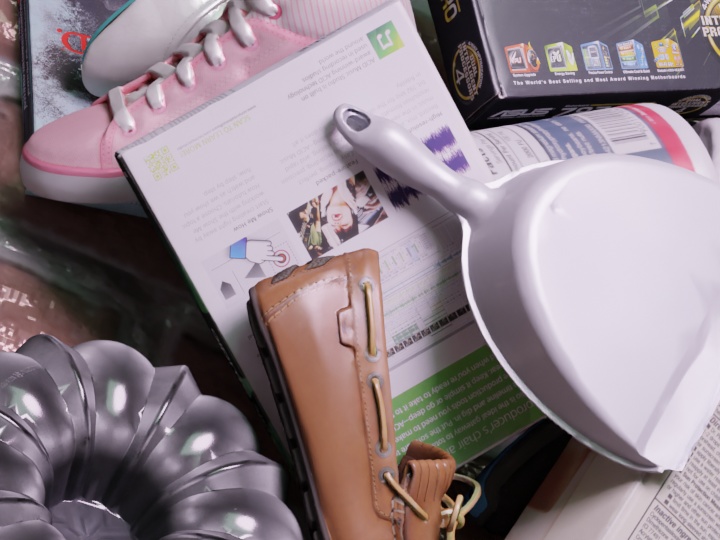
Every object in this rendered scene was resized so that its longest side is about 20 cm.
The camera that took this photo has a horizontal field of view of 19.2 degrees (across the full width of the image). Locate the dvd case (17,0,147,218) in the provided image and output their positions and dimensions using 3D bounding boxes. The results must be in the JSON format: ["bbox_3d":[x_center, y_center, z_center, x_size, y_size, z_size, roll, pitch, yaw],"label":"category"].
[{"bbox_3d":[-0.107,-0.104,1.111,0.146,0.022,0.200,11,47,-22],"label":"dvd case"}]

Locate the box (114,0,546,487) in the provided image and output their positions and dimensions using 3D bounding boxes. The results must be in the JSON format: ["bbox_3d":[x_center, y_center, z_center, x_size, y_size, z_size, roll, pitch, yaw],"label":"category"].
[{"bbox_3d":[0.000,0.000,0.954,0.144,0.036,0.200,-29,97,-7],"label":"box"}]

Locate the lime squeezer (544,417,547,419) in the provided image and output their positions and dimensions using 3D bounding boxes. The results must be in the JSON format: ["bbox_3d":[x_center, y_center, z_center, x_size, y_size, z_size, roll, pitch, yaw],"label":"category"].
[{"bbox_3d":[0.121,0.060,1.069,0.200,0.071,0.038,-13,82,-4],"label":"lime squeezer"}]

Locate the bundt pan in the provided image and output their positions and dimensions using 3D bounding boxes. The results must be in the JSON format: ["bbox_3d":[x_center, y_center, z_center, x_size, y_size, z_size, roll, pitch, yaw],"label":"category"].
[{"bbox_3d":[-0.110,0.107,0.873,0.202,0.076,0.202,17,44,-17],"label":"bundt pan"}]

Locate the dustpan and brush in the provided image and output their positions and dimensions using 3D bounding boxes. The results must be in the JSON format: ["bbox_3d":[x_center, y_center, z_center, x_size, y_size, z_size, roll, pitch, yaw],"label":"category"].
[{"bbox_3d":[0.076,-0.016,0.920,0.200,0.057,0.140,38,64,-10],"label":"dustpan and brush"}]

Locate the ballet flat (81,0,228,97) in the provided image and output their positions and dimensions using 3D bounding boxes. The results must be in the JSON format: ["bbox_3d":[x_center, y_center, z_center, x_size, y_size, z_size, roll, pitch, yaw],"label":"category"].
[{"bbox_3d":[-0.044,-0.134,1.062,0.200,0.069,0.069,-32,70,-17],"label":"ballet flat"}]

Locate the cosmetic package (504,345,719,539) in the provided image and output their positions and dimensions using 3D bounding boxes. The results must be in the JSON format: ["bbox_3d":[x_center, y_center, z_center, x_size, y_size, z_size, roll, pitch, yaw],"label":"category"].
[{"bbox_3d":[0.151,0.100,0.957,0.103,0.087,0.200,45,66,-16],"label":"cosmetic package"}]

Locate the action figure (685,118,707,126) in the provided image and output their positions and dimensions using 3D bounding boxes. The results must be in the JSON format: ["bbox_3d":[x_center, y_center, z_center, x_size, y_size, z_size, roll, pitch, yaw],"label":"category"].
[{"bbox_3d":[0.140,-0.119,1.219,0.200,0.102,0.119,31,44,-17],"label":"action figure"}]

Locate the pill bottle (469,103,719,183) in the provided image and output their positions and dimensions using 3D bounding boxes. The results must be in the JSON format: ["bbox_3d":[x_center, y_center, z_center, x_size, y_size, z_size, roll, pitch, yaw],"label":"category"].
[{"bbox_3d":[0.068,-0.011,1.048,0.200,0.120,0.120,-11,56,-21],"label":"pill bottle"}]

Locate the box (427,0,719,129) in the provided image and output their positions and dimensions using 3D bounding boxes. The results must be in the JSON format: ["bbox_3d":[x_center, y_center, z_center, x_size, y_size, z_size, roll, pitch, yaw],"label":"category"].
[{"bbox_3d":[0.128,-0.159,1.138,0.200,0.049,0.161,-4,71,-28],"label":"box"}]

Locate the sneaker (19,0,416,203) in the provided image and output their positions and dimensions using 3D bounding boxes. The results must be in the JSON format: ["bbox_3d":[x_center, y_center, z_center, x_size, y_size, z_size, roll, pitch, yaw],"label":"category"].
[{"bbox_3d":[-0.066,-0.097,0.996,0.200,0.105,0.075,-10,24,-7],"label":"sneaker"}]

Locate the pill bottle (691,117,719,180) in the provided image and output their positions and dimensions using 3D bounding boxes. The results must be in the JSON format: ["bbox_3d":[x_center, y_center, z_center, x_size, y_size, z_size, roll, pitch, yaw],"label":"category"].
[{"bbox_3d":[0.254,0.004,1.162,0.200,0.112,0.112,24,43,-11],"label":"pill bottle"}]

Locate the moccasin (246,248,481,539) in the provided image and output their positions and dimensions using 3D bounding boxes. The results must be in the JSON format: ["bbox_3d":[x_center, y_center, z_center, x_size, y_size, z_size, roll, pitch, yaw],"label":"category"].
[{"bbox_3d":[0.012,0.091,0.912,0.078,0.074,0.202,-16,89,-2],"label":"moccasin"}]

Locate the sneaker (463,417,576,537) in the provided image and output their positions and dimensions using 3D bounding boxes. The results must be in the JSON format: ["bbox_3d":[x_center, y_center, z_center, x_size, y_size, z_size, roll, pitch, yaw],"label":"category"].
[{"bbox_3d":[0.141,0.105,1.029,0.200,0.073,0.082,-8,60,-34],"label":"sneaker"}]
